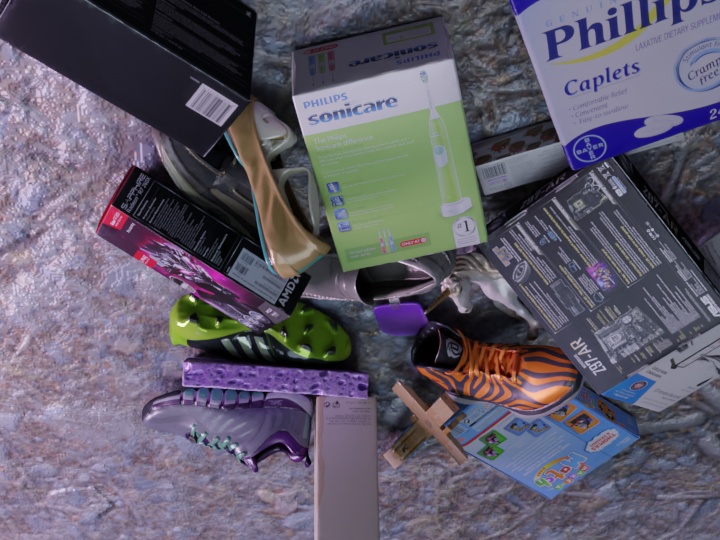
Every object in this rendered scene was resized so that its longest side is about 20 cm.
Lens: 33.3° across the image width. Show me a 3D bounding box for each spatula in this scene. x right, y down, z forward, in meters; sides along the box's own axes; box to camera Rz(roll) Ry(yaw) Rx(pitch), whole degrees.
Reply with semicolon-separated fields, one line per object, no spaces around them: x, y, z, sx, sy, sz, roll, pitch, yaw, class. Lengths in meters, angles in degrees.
0.029;0.000;1.261;0.056;0.021;0.201;-6;127;13;spatula

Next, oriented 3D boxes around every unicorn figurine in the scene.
0.170;0.013;1.255;0.199;0.074;0.138;-34;126;5;unicorn figurine

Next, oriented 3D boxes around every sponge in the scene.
-0.094;0.117;1.313;0.198;0.112;0.030;5;87;-6;sponge

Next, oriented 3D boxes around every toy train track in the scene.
0.074;0.182;1.386;0.115;0.032;0.200;48;149;9;toy train track

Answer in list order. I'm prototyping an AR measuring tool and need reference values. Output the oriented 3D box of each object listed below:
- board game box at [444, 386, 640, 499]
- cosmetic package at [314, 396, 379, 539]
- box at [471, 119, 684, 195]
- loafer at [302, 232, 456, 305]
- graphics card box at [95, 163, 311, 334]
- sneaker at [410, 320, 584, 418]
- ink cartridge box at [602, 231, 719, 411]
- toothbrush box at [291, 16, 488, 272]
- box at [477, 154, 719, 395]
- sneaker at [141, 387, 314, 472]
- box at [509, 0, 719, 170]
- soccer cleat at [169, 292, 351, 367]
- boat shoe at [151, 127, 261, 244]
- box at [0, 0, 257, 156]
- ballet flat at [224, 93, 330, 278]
0.206;0.184;1.420;0.199;0.037;0.151;32;124;-25;board game box
-0.017;0.253;1.354;0.072;0.202;0.104;2;147;-3;cosmetic package
0.205;-0.123;1.148;0.198;0.039;0.042;-16;131;12;box
0.000;0.000;1.208;0.198;0.070;0.070;-11;122;30;loafer
-0.155;-0.016;1.160;0.199;0.051;0.125;32;160;-12;graphics card box
0.132;0.102;1.267;0.199;0.078;0.112;-8;151;43;sneaker
0.346;0.056;1.250;0.199;0.085;0.145;-37;146;27;ink cartridge box
0.029;-0.113;1.111;0.144;0.086;0.201;-12;128;5;toothbrush box
0.235;0.000;1.153;0.160;0.044;0.200;-36;100;27;box
-0.152;0.184;1.366;0.198;0.088;0.075;-2;153;0;sneaker
0.230;-0.215;1.025;0.182;0.105;0.201;-19;129;14;box
-0.109;0.069;1.301;0.198;0.068;0.081;13;148;-11;soccer cleat
-0.124;-0.091;1.155;0.073;0.075;0.200;-31;135;12;boat shoe
-0.188;-0.205;0.997;0.199;0.142;0.079;30;127;-25;box
-0.076;-0.093;1.086;0.063;0.202;0.069;-23;168;15;ballet flat
